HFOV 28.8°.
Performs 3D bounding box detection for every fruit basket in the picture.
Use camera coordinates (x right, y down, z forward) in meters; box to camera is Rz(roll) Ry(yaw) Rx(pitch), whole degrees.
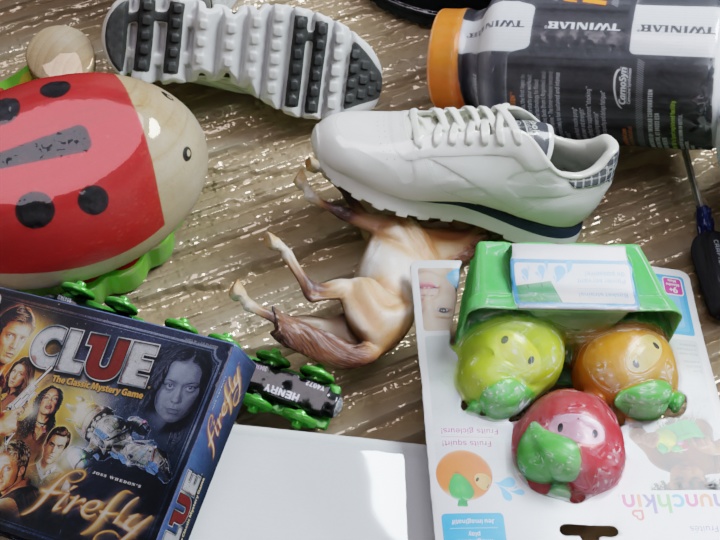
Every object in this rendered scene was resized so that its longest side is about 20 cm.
[{"bbox_3d":[0.127,0.073,0.828,0.185,0.094,0.200,2,48,-6],"label":"fruit basket"}]

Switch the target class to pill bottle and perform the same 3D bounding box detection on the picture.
[{"bbox_3d":[0.148,-0.140,0.959,0.199,0.106,0.106,5,56,17],"label":"pill bottle"}]

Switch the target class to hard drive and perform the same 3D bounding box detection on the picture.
[{"bbox_3d":[-0.019,0.157,0.801,0.199,0.027,0.132,7,57,-11],"label":"hard drive"}]

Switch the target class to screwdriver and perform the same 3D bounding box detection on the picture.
[{"bbox_3d":[0.234,-0.057,0.963,0.029,0.028,0.201,-15,58,23],"label":"screwdriver"}]

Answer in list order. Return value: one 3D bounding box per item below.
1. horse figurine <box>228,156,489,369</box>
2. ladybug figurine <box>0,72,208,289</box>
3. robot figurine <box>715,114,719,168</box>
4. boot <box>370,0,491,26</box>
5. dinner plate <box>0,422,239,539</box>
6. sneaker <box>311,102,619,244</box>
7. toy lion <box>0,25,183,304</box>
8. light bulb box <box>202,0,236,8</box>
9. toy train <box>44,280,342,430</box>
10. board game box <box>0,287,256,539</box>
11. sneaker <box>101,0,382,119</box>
[{"bbox_3d":[0.000,0.000,0.896,0.132,0.050,0.200,32,45,-5],"label":"horse figurine"},{"bbox_3d":[-0.192,-0.062,0.876,0.199,0.072,0.136,-21,75,-13],"label":"ladybug figurine"},{"bbox_3d":[0.301,-0.090,0.910,0.113,0.170,0.200,14,20,30],"label":"robot figurine"},{"bbox_3d":[0.094,-0.245,0.998,0.200,0.168,0.077,19,59,11],"label":"boot"},{"bbox_3d":[-0.139,0.161,0.817,0.199,0.024,0.201,1,58,-2],"label":"dinner plate"},{"bbox_3d":[0.067,-0.077,0.910,0.199,0.081,0.077,11,47,-16],"label":"sneaker"},{"bbox_3d":[-0.224,-0.057,0.937,0.199,0.069,0.192,-17,67,-12],"label":"toy lion"},{"bbox_3d":[-0.167,-0.310,1.012,0.200,0.198,0.125,24,62,14],"label":"light bulb box"},{"bbox_3d":[-0.104,0.056,0.865,0.199,0.056,0.042,19,71,9],"label":"toy train"},{"bbox_3d":[-0.173,0.087,0.796,0.199,0.035,0.136,11,69,24],"label":"board game box"},{"bbox_3d":[-0.082,-0.155,0.993,0.199,0.081,0.075,12,96,-12],"label":"sneaker"}]
